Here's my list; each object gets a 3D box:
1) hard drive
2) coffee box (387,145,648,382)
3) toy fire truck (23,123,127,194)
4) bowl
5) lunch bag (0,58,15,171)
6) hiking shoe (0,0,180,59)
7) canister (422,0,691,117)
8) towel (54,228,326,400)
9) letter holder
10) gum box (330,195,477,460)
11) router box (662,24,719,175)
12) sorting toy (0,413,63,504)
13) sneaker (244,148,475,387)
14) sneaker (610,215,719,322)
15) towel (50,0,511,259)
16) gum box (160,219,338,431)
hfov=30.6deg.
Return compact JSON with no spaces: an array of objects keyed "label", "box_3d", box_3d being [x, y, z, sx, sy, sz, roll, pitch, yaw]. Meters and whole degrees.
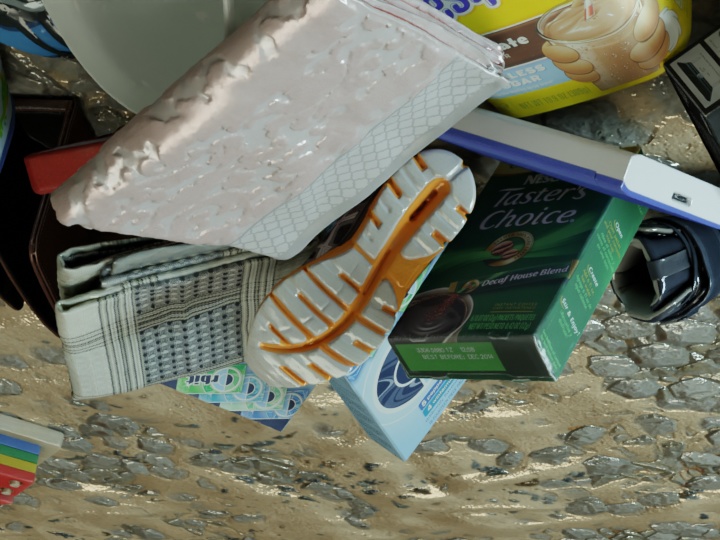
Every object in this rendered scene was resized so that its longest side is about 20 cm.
[{"label":"hard drive","box_3d":[0.123,-0.073,0.839,0.200,0.025,0.132,24,-172,43]},{"label":"coffee box","box_3d":[0.113,-0.007,0.903,0.123,0.200,0.044,-2,129,40]},{"label":"toy fire truck","box_3d":[-0.087,-0.084,0.826,0.199,0.113,0.168,-6,-167,22]},{"label":"bowl","box_3d":[-0.100,-0.188,0.707,0.090,0.201,0.201,-30,169,-32]},{"label":"lunch bag","box_3d":[-0.348,-0.089,0.900,0.199,0.162,0.083,6,151,-1]},{"label":"hiking shoe","box_3d":[-0.170,-0.170,0.829,0.199,0.075,0.087,16,158,3]},{"label":"canister","box_3d":[0.081,-0.176,0.740,0.148,0.087,0.200,-14,147,36]},{"label":"towel","box_3d":[-0.120,0.030,0.943,0.192,0.035,0.200,-11,151,-15]},{"label":"letter holder","box_3d":[-0.254,-0.018,1.026,0.100,0.143,0.200,2,151,8]},{"label":"gum box","box_3d":[0.043,0.035,1.031,0.044,0.170,0.200,30,165,31]},{"label":"router box","box_3d":[0.289,-0.100,0.797,0.157,0.052,0.200,-35,140,10]},{"label":"sorting toy","box_3d":[-0.488,0.226,1.576,0.199,0.070,0.199,22,147,-26]},{"label":"sneaker","box_3d":[0.000,0.000,0.896,0.078,0.200,0.077,45,-177,-11]},{"label":"sneaker","box_3d":[0.272,-0.018,0.937,0.202,0.077,0.146,-22,172,41]},{"label":"towel","box_3d":[-0.035,-0.074,0.705,0.200,0.032,0.191,-37,156,25]},{"label":"gum box","box_3d":[-0.079,0.018,1.049,0.169,0.045,0.200,26,109,-32]}]
